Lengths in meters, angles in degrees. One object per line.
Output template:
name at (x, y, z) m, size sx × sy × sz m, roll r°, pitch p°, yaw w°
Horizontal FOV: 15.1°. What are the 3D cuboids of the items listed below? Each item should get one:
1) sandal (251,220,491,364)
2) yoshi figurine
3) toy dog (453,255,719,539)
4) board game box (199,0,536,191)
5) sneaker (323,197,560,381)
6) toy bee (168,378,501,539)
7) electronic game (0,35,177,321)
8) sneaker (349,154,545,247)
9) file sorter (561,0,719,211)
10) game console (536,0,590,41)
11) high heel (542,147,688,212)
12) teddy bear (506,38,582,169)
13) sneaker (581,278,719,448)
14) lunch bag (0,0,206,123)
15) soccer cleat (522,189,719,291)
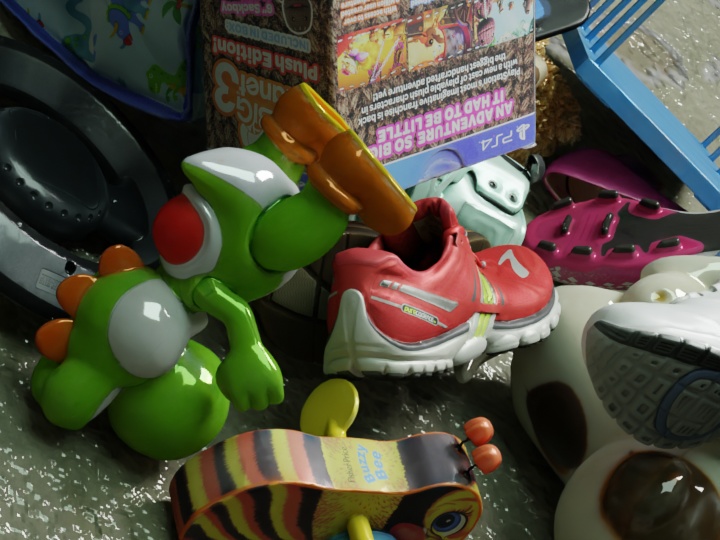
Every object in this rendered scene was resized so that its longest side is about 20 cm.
sandal at (0.000, 0.000, 1.465) m, size 0.054 × 0.082 × 0.200 m, roll 32°, pitch 24°, yaw 29°
yoshi figurine at (-0.064, 0.015, 1.302) m, size 0.112 × 0.200 × 0.112 m, roll 49°, pitch 1°, yaw 6°
toy dog at (0.153, 0.094, 1.451) m, size 0.193 × 0.140 × 0.200 m, roll 17°, pitch 38°, yaw -16°
board game box at (0.005, -0.150, 1.400) m, size 0.097 × 0.201 × 0.159 m, roll 16°, pitch 25°, yaw 41°
sneaker at (0.047, 0.002, 1.413) m, size 0.077 × 0.085 × 0.200 m, roll 2°, pitch 11°, yaw 28°
toy bee at (0.012, 0.104, 1.320) m, size 0.199 × 0.109 × 0.131 m, roll -2°, pitch 49°, yaw -46°
electronic game at (-0.165, -0.047, 1.381) m, size 0.200 × 0.042 × 0.200 m, roll 35°, pitch 28°, yaw -22°
sneaker at (0.038, -0.042, 1.545) m, size 0.118 × 0.074 × 0.200 m, roll 36°, pitch 30°, yaw 6°
file sorter at (0.220, -0.137, 1.732) m, size 0.139 × 0.123 × 0.200 m, roll 44°, pitch 11°, yaw -9°
game console at (0.025, -0.221, 1.646) m, size 0.199 × 0.177 × 0.116 m, roll -19°, pitch 31°, yaw -19°
high heel at (0.196, -0.001, 1.672) m, size 0.200 × 0.068 × 0.096 m, roll 41°, pitch 26°, yaw 25°
teddy bear at (0.068, -0.154, 1.723) m, size 0.144 × 0.067 × 0.201 m, roll 16°, pitch 39°, yaw -29°
sneaker at (0.185, 0.043, 1.383) m, size 0.199 × 0.074 × 0.087 m, roll 14°, pitch 46°, yaw -39°
lunch bag at (-0.099, -0.167, 1.510) m, size 0.200 × 0.128 × 0.170 m, roll 23°, pitch 21°, yaw 39°
soccer cleat at (0.196, 0.000, 1.621) m, size 0.070 × 0.199 × 0.087 m, roll -72°, pitch 153°, yaw -47°
